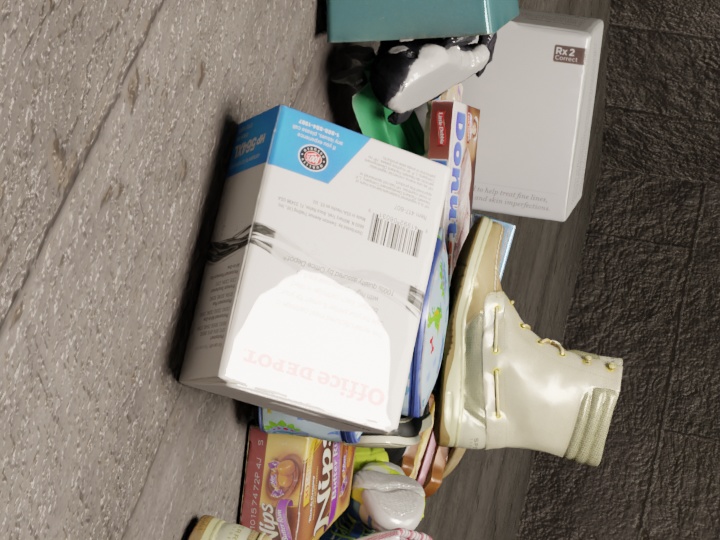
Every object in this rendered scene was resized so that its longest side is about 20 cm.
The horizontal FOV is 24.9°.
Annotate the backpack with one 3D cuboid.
[{"bbox_3d":[-0.005,0.043,1.332,0.200,0.146,0.184,-57,154,-62],"label":"backpack"}]

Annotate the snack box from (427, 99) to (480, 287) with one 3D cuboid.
[{"bbox_3d":[0.078,-0.048,1.455,0.072,0.024,0.201,3,91,-66],"label":"snack box"}]

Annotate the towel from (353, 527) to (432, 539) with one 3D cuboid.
[{"bbox_3d":[-0.014,0.268,1.466,0.200,0.146,0.030,44,26,-74],"label":"towel"}]

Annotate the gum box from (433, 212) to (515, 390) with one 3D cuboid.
[{"bbox_3d":[0.103,0.028,1.618,0.200,0.044,0.171,-102,-152,-87],"label":"gum box"}]

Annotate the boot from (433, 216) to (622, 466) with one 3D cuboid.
[{"bbox_3d":[0.149,0.061,1.398,0.072,0.154,0.201,112,-14,-81],"label":"boot"}]

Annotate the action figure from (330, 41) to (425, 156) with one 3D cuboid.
[{"bbox_3d":[0.028,-0.109,1.489,0.200,0.054,0.118,68,32,-34],"label":"action figure"}]

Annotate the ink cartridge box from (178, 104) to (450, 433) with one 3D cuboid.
[{"bbox_3d":[-0.032,0.003,1.165,0.084,0.146,0.201,-10,-116,61],"label":"ink cartridge box"}]

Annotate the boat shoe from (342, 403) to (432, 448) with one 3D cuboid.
[{"bbox_3d":[0.023,0.121,1.463,0.200,0.072,0.068,-26,115,-79],"label":"boat shoe"}]

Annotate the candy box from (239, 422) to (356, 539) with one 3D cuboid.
[{"bbox_3d":[-0.050,0.175,1.436,0.200,0.056,0.117,-27,125,-73],"label":"candy box"}]

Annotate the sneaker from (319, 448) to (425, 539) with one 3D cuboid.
[{"bbox_3d":[0.008,0.239,1.590,0.200,0.075,0.105,-123,-131,-73],"label":"sneaker"}]

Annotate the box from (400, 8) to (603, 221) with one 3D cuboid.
[{"bbox_3d":[0.141,-0.172,1.706,0.131,0.198,0.201,-42,140,-69],"label":"box"}]

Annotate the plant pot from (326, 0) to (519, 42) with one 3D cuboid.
[{"bbox_3d":[0.047,-0.303,1.367,0.141,0.141,0.201,-46,133,-69],"label":"plant pot"}]

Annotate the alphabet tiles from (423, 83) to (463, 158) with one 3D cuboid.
[{"bbox_3d":[0.081,-0.101,1.548,0.196,0.015,0.201,59,34,-71],"label":"alphabet tiles"}]

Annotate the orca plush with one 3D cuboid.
[{"bbox_3d":[0.054,-0.194,1.414,0.200,0.071,0.105,-35,167,-44],"label":"orca plush"}]

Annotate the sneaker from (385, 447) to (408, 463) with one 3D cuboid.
[{"bbox_3d":[0.006,0.121,1.658,0.088,0.075,0.201,-40,135,-49],"label":"sneaker"}]

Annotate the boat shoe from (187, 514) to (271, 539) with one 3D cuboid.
[{"bbox_3d":[-0.104,0.285,1.255,0.073,0.062,0.201,-60,156,-60],"label":"boat shoe"}]

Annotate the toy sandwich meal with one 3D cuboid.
[{"bbox_3d":[0.063,0.153,1.795,0.205,0.070,0.206,-165,-90,-69],"label":"toy sandwich meal"}]
